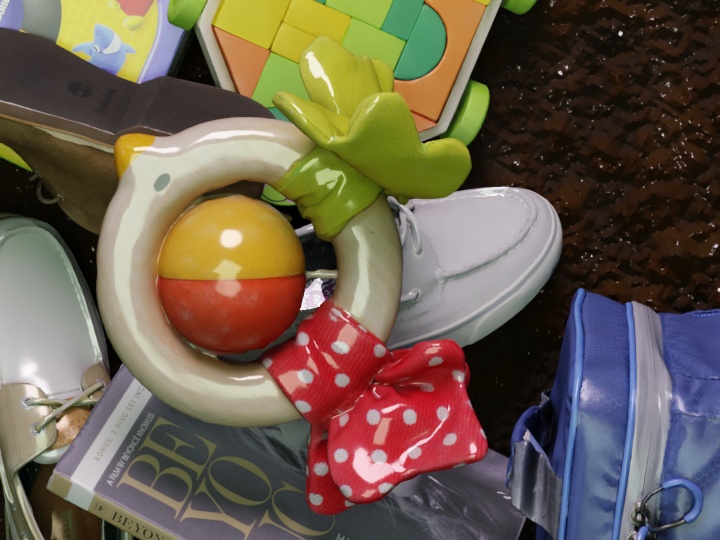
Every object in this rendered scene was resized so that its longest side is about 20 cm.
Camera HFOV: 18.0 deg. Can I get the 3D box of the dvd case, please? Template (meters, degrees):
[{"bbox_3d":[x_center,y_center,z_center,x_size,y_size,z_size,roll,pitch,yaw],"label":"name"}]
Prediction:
[{"bbox_3d":[-0.024,0.095,1.029,0.199,0.149,0.016,28,129,1],"label":"dvd case"}]

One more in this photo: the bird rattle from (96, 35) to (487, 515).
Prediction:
[{"bbox_3d":[-0.030,0.006,0.956,0.162,0.113,0.202,0,109,-3],"label":"bird rattle"}]

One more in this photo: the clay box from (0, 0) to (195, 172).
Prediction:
[{"bbox_3d":[-0.181,-0.123,1.061,0.199,0.048,0.116,24,96,-1],"label":"clay box"}]

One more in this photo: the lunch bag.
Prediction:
[{"bbox_3d":[0.129,0.091,0.984,0.131,0.200,0.137,6,101,5],"label":"lunch bag"}]

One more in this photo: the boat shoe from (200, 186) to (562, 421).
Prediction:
[{"bbox_3d":[0.000,0.000,1.024,0.199,0.069,0.072,-18,50,-9],"label":"boat shoe"}]

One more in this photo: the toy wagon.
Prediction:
[{"bbox_3d":[-0.008,-0.108,1.033,0.154,0.040,0.201,22,96,-17],"label":"toy wagon"}]

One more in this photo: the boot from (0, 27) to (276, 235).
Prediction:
[{"bbox_3d":[-0.139,-0.057,1.012,0.199,0.074,0.076,18,123,7],"label":"boot"}]

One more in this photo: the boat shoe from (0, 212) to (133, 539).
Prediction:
[{"bbox_3d":[-0.138,0.072,1.055,0.074,0.068,0.202,-17,101,-27],"label":"boat shoe"}]
